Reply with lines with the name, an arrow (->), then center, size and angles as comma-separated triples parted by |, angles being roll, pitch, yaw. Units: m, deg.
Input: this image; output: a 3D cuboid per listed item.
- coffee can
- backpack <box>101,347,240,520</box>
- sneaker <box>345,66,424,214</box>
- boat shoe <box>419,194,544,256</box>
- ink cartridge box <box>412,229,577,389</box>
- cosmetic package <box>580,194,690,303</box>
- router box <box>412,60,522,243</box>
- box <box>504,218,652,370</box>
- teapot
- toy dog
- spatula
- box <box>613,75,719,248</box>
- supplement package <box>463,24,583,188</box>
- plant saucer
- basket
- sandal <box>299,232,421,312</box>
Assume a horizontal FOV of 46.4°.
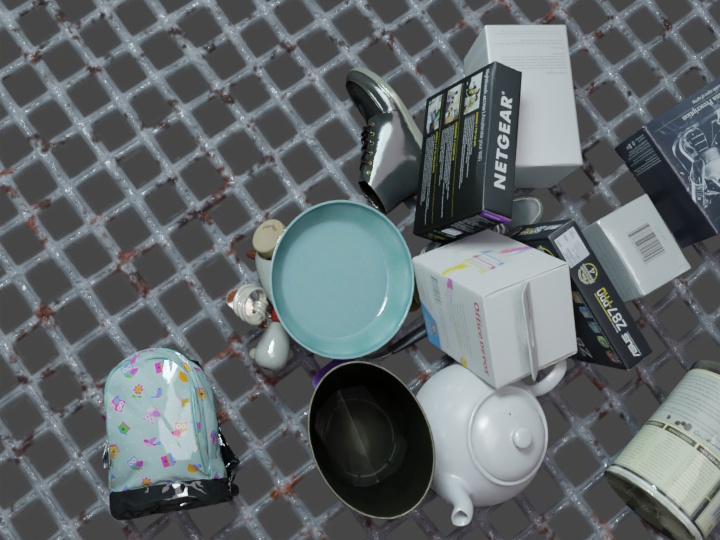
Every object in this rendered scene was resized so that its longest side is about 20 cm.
coffee can -> 0.442, 0.240, 1.108 | 0.146, 0.146, 0.200 | 44, 79, 2
backpack -> -0.243, 0.198, 1.047 | 0.166, 0.127, 0.201 | -8, 78, -4
sneaker -> 0.019, -0.182, 1.167 | 0.106, 0.075, 0.200 | -35, 87, -14
boat shoe -> 0.177, -0.051, 1.170 | 0.199, 0.062, 0.073 | -27, 84, -10
ink cartridge box -> 0.174, 0.047, 1.059 | 0.125, 0.200, 0.129 | -21, 114, -19
cosmetic package -> 0.334, -0.014, 1.113 | 0.081, 0.200, 0.113 | -28, 82, -11
router box -> 0.136, -0.148, 1.085 | 0.051, 0.149, 0.201 | 14, 74, -29
box -> 0.275, 0.030, 1.099 | 0.049, 0.161, 0.200 | -35, 99, -10
teapot -> 0.167, 0.203, 1.062 | 0.197, 0.146, 0.201 | 0, 81, -27
toy dog -> -0.126, 0.028, 1.102 | 0.132, 0.096, 0.200 | 55, 41, -32
spatula -> 0.025, 0.111, 1.139 | 0.199, 0.056, 0.021 | -23, 118, -17
box -> 0.509, -0.166, 1.208 | 0.200, 0.104, 0.183 | -33, 87, -10
supplement package -> 0.222, -0.225, 1.176 | 0.121, 0.120, 0.201 | -2, 80, -9
plant saucer -> -0.027, 0.012, 1.072 | 0.199, 0.036, 0.201 | 0, 89, -25
basket -> 0.003, 0.206, 1.035 | 0.136, 0.200, 0.181 | -24, 83, -9
sandal -> 0.000, 0.000, 1.136 | 0.199, 0.054, 0.081 | 18, 77, -25
